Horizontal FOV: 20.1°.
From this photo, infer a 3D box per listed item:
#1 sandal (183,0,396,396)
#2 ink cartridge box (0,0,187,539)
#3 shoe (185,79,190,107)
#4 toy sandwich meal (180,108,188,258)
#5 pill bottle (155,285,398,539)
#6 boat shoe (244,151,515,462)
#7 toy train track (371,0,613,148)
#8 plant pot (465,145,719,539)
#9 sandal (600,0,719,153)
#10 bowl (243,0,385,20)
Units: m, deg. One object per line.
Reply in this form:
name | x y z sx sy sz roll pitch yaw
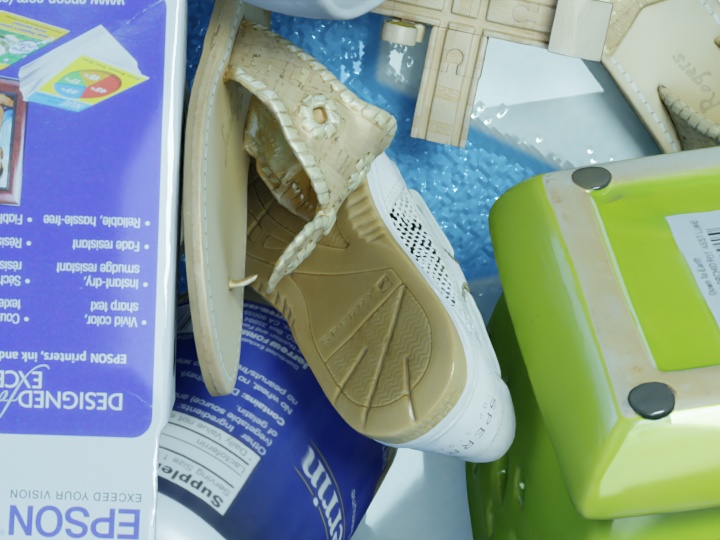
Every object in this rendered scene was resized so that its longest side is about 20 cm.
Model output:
sandal | -0.022 -0.060 0.727 0.069 0.078 0.213 -4 62 6
ink cartridge box | -0.160 -0.003 0.701 0.197 0.043 0.202 2 85 3
shoe | -0.127 -0.132 0.744 0.070 0.053 0.200 -42 114 -18
toy sandwich meal | -0.162 -0.031 0.803 0.204 0.070 0.207 -1 100 -5
pill bottle | -0.069 0.100 0.759 0.115 0.200 0.116 13 127 17
boat shoe | 0.000 0.000 0.770 0.071 0.201 0.069 -40 136 14
toy train track | -0.001 -0.114 0.800 0.199 0.033 0.116 13 101 7
plant pot | 0.144 0.065 0.753 0.198 0.201 0.182 -7 128 -3
sandal | 0.154 -0.067 0.819 0.212 0.070 0.078 44 94 -11
bowl | -0.024 -0.201 0.706 0.074 0.200 0.201 -2 118 31
